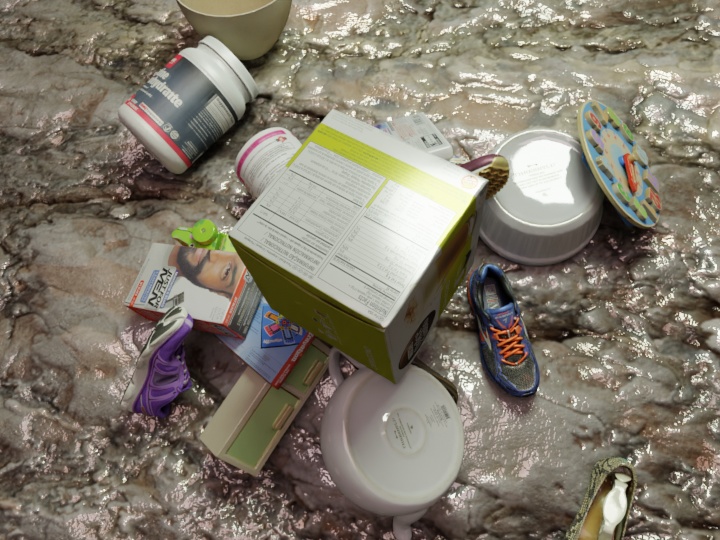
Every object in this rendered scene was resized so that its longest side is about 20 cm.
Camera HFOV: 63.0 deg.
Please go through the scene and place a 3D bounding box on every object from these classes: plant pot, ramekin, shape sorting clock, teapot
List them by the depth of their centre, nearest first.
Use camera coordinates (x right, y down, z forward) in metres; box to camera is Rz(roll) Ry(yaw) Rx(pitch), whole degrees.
[{"bbox_3d":[0.026,0.217,0.763,0.197,0.146,0.201,27,59,-11],"label":"teapot"},{"bbox_3d":[0.370,-0.153,0.830,0.039,0.200,0.201,-24,63,42],"label":"shape sorting clock"},{"bbox_3d":[0.263,-0.116,0.868,0.201,0.094,0.203,-3,71,7],"label":"ramekin"},{"bbox_3d":[-0.210,-0.451,1.023,0.199,0.135,0.201,-1,60,1],"label":"plant pot"}]

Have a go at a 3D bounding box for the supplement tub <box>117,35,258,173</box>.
[{"bbox_3d":[-0.283,-0.274,0.976,0.140,0.140,0.200,41,81,19],"label":"supplement tub"}]

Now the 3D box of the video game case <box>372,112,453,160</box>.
[{"bbox_3d":[0.030,-0.186,0.898,0.181,0.024,0.200,-15,29,1],"label":"video game case"}]

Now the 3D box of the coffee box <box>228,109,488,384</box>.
[{"bbox_3d":[0.005,-0.020,0.681,0.200,0.200,0.198,29,71,19],"label":"coffee box"}]

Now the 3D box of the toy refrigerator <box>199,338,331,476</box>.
[{"bbox_3d":[-0.126,0.174,0.819,0.070,0.076,0.200,17,69,52],"label":"toy refrigerator"}]

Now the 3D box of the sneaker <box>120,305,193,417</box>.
[{"bbox_3d":[-0.271,0.132,0.834,0.083,0.200,0.081,24,32,-13],"label":"sneaker"}]

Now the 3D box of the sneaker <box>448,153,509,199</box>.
[{"bbox_3d":[0.136,-0.137,0.844,0.075,0.200,0.090,7,72,-25],"label":"sneaker"}]

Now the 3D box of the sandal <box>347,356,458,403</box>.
[{"bbox_3d":[0.053,0.124,0.828,0.200,0.082,0.055,30,39,6],"label":"sandal"}]

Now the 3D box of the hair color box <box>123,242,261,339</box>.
[{"bbox_3d":[-0.244,0.027,0.875,0.199,0.064,0.111,7,66,27],"label":"hair color box"}]

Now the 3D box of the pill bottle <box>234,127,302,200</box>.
[{"bbox_3d":[-0.097,-0.116,0.909,0.113,0.113,0.200,-38,70,-6],"label":"pill bottle"}]

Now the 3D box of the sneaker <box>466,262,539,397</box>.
[{"bbox_3d":[0.195,0.079,0.818,0.075,0.078,0.201,-19,69,2],"label":"sneaker"}]

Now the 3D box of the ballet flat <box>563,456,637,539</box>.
[{"bbox_3d":[0.292,0.324,0.719,0.068,0.075,0.201,21,75,14],"label":"ballet flat"}]

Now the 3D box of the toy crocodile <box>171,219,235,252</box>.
[{"bbox_3d":[-0.202,-0.033,0.920,0.199,0.068,0.062,11,73,11],"label":"toy crocodile"}]

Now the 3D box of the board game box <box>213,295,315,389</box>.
[{"bbox_3d":[-0.136,0.085,0.833,0.103,0.019,0.200,-56,36,-9],"label":"board game box"}]
